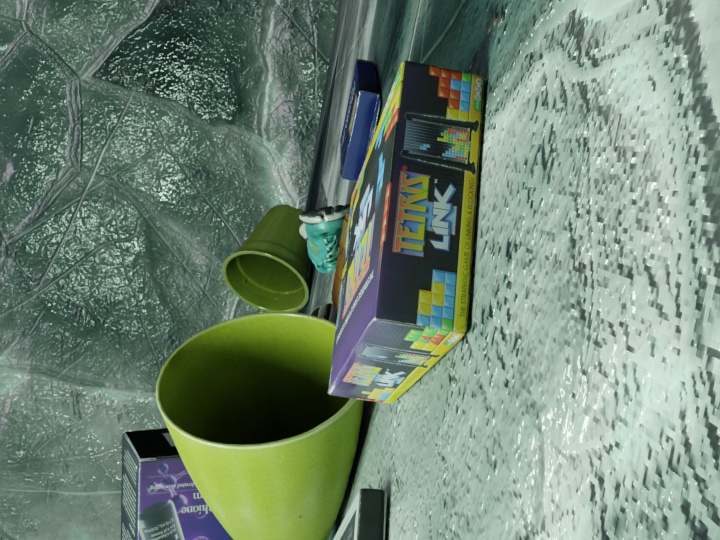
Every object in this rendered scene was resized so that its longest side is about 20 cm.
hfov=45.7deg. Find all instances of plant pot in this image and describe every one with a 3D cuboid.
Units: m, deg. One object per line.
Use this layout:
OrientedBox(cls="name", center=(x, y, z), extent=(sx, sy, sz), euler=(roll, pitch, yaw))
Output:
OrientedBox(cls="plant pot", center=(-0.080, 0.175, 0.804), extent=(0.188, 0.185, 0.201), euler=(-92, -3, -58))
OrientedBox(cls="plant pot", center=(-0.181, -0.040, 1.906), extent=(0.201, 0.198, 0.191), euler=(108, -178, -51))

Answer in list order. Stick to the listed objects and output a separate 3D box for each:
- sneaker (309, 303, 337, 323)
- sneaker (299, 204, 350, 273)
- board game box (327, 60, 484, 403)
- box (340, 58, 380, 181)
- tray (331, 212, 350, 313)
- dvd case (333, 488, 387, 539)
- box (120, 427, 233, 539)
OrientedBox(cls="sneaker", center=(-0.049, 0.133, 0.979), extent=(0.116, 0.074, 0.202), euler=(-96, 24, -86))
OrientedBox(cls="sneaker", center=(-0.043, -0.044, 1.200), extent=(0.200, 0.077, 0.080), euler=(110, 149, -79))
OrientedBox(cls="board game box", center=(0.024, -0.013, 0.574), extent=(0.200, 0.056, 0.167), euler=(116, 163, -68))
OrientedBox(cls="box", center=(-0.002, -0.202, 1.156), extent=(0.200, 0.032, 0.122), euler=(-96, 17, -62))
OrientedBox(cls="tray", center=(0.000, 0.000, 0.844), extent=(0.200, 0.037, 0.100), euler=(-123, 42, -81))
OrientedBox(cls="dvd case", center=(-0.011, 0.278, 0.607), extent=(0.151, 0.024, 0.201), euler=(109, 167, -53))
OrientedBox(cls="box", center=(-0.184, 0.281, 0.942), extent=(0.104, 0.147, 0.202), euler=(-165, 75, -64))
